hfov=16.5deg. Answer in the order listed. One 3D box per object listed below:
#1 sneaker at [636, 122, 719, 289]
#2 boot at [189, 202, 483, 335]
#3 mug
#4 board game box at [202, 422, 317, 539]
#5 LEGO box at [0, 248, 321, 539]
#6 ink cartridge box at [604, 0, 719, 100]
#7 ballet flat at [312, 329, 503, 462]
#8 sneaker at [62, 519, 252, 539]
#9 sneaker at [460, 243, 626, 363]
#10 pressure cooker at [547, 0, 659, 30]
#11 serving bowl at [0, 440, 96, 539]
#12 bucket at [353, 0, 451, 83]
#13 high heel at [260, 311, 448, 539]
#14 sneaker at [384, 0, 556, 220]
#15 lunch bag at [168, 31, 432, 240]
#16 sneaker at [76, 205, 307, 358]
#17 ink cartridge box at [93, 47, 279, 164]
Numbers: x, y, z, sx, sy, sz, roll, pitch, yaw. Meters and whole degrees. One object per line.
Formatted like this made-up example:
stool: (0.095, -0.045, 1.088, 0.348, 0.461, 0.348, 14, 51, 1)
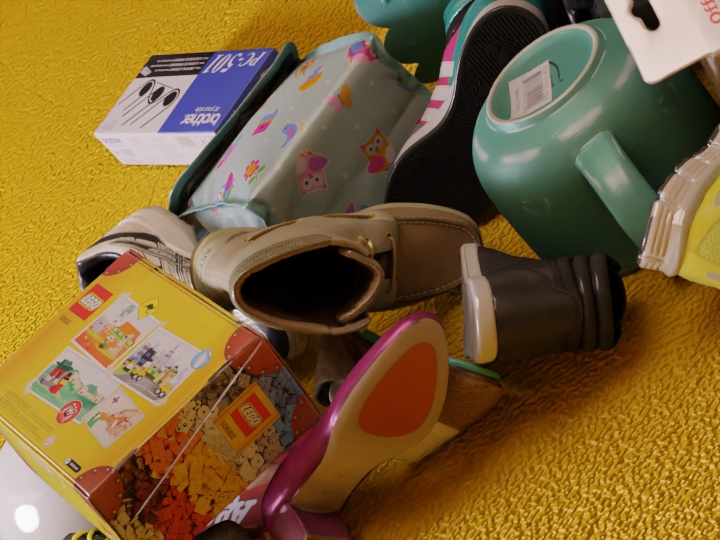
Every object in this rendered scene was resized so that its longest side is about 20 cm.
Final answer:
sneaker: (0.243, -0.048, 1.466, 0.090, 0.079, 0.200, 26, 51, 20)
boot: (0.000, 0.000, 1.592, 0.198, 0.073, 0.155, -5, 6, -14)
mug: (0.155, -0.085, 1.570, 0.184, 0.114, 0.152, 4, 52, 55)
board game box: (-0.112, 0.156, 1.686, 0.199, 0.019, 0.103, -13, 40, 44)
LEGO box: (-0.142, 0.086, 1.601, 0.149, 0.077, 0.200, -42, 33, -12)
ink cartridge box: (0.253, -0.180, 1.538, 0.199, 0.068, 0.117, -24, 56, 4)
ballet flat: (0.023, 0.081, 1.578, 0.200, 0.068, 0.073, 16, 83, 59)
sneaker: (-0.158, 0.197, 1.593, 0.199, 0.074, 0.085, -30, 70, 24)
sneaker: (0.112, 0.020, 1.545, 0.098, 0.071, 0.200, -4, 6, -1)
pressure cooker: (0.206, -0.252, 1.663, 0.199, 0.179, 0.176, -22, 40, 4)
serving bowl: (-0.186, 0.115, 1.748, 0.199, 0.066, 0.201, -30, 25, 16)
bucket: (0.073, -0.255, 1.834, 0.134, 0.208, 0.208, -22, 34, 24)
high heel: (-0.006, 0.092, 1.529, 0.096, 0.067, 0.201, -116, 40, -53)
sneaker: (0.077, -0.123, 1.724, 0.201, 0.083, 0.121, -62, 5, 31)
lunch bag: (-0.047, -0.076, 1.819, 0.171, 0.122, 0.200, -53, 22, -16)
sneaker: (-0.123, 0.025, 1.765, 0.087, 0.076, 0.199, -30, 38, -33)
ink cartridge box: (-0.139, -0.138, 2.104, 0.199, 0.044, 0.094, 3, 54, 54)
